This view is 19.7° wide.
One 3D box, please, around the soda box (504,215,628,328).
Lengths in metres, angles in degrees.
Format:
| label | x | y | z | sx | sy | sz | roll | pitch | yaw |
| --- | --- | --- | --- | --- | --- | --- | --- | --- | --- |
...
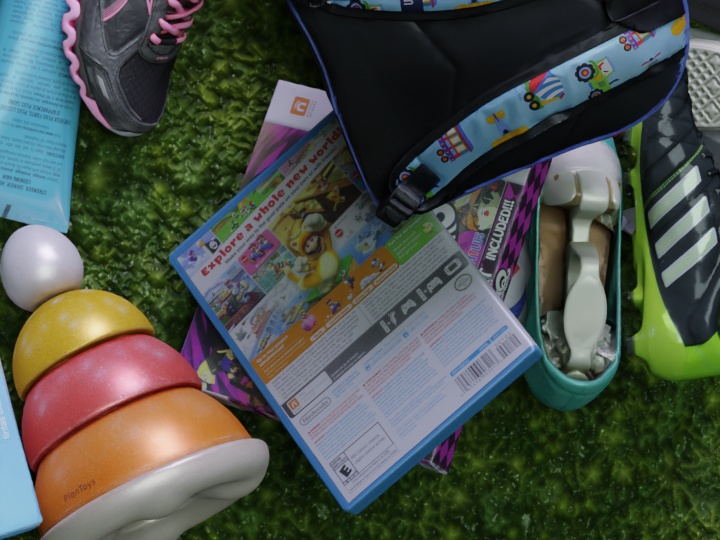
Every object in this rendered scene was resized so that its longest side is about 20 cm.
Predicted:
| label | x | y | z | sx | sy | sz | roll | pitch | yaw |
| --- | --- | --- | --- | --- | --- | --- | --- | --- | --- |
| soda box | 0.075 | 0.023 | 1.287 | 0.063 | 0.068 | 0.200 | 43 | 77 | -9 |

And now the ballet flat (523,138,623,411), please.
| label | x | y | z | sx | sy | sz | roll | pitch | yaw |
| --- | --- | --- | --- | --- | --- | --- | --- | --- | --- |
| ballet flat | 0.132 | -0.017 | 1.234 | 0.067 | 0.070 | 0.202 | 2 | 84 | -15 |

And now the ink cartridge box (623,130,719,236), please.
| label | x | y | z | sx | sy | sz | roll | pitch | yaw |
| --- | --- | --- | --- | --- | --- | --- | --- | --- | --- |
| ink cartridge box | 0.262 | -0.076 | 1.317 | 0.199 | 0.116 | 0.067 | -18 | 113 | -18 |

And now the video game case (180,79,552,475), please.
| label | x | y | z | sx | sy | sz | roll | pitch | yaw |
| --- | --- | --- | --- | --- | --- | --- | --- | --- | --- |
| video game case | 0.000 | 0.000 | 1.231 | 0.180 | 0.036 | 0.202 | 16 | 80 | 25 |

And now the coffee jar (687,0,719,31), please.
| label | x | y | z | sx | sy | sz | roll | pitch | yaw |
| --- | --- | --- | --- | --- | --- | --- | --- | --- | --- |
| coffee jar | 0.231 | -0.230 | 1.288 | 0.104 | 0.086 | 0.201 | 22 | 40 | -11 |

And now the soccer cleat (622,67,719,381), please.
| label | x | y | z | sx | sy | sz | roll | pitch | yaw |
| --- | --- | --- | --- | --- | --- | --- | --- | --- | --- |
| soccer cleat | 0.196 | -0.035 | 1.225 | 0.080 | 0.068 | 0.202 | -1 | 95 | 10 |

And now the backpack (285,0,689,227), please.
| label | x | y | z | sx | sy | sz | roll | pitch | yaw |
| --- | --- | --- | --- | --- | --- | --- | --- | --- | --- |
| backpack | 0.072 | -0.147 | 1.131 | 0.198 | 0.135 | 0.184 | -20 | 116 | 10 |

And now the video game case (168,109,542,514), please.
| label | x | y | z | sx | sy | sz | roll | pitch | yaw |
| --- | --- | --- | --- | --- | --- | --- | --- | --- | --- |
| video game case | -0.007 | 0.019 | 1.197 | 0.143 | 0.018 | 0.200 | -41 | 64 | 7 |

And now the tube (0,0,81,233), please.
| label | x | y | z | sx | sy | sz | roll | pitch | yaw |
| --- | --- | --- | --- | --- | --- | --- | --- | --- | --- |
| tube | -0.191 | -0.129 | 1.230 | 0.077 | 0.050 | 0.202 | 12 | 86 | -22 |

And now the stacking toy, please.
| label | x | y | z | sx | sy | sz | roll | pitch | yaw |
| --- | --- | --- | --- | --- | --- | --- | --- | --- | --- |
| stacking toy | -0.152 | 0.061 | 1.201 | 0.145 | 0.146 | 0.201 | -22 | 77 | -17 |

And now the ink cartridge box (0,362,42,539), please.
| label | x | y | z | sx | sy | sz | roll | pitch | yaw |
| --- | --- | --- | --- | --- | --- | --- | --- | --- | --- |
| ink cartridge box | -0.293 | 0.106 | 1.140 | 0.198 | 0.128 | 0.126 | -14 | 90 | -17 |

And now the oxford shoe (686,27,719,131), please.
| label | x | y | z | sx | sy | sz | roll | pitch | yaw |
| --- | --- | --- | --- | --- | --- | --- | --- | --- | --- |
| oxford shoe | 0.160 | -0.128 | 1.291 | 0.199 | 0.058 | 0.076 | 13 | 110 | 26 |

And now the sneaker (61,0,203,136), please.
| label | x | y | z | sx | sy | sz | roll | pitch | yaw |
| --- | --- | --- | --- | --- | --- | --- | --- | --- | --- |
| sneaker | -0.115 | -0.176 | 1.211 | 0.095 | 0.079 | 0.202 | 11 | 101 | 27 |
